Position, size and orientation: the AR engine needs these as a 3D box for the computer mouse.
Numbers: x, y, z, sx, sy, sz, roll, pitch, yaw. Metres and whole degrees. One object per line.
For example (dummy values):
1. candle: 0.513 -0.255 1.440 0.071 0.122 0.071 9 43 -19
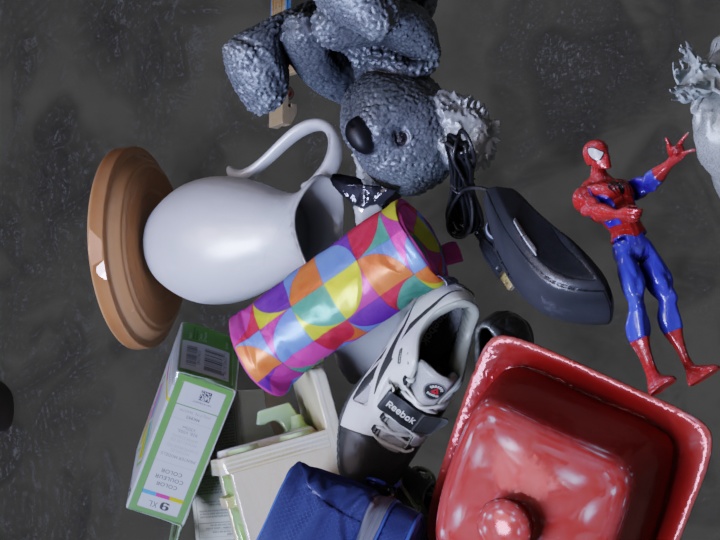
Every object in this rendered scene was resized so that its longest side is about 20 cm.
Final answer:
1. computer mouse: 0.121 -0.007 1.203 0.200 0.046 0.141 49 164 27

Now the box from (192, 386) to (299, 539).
1. box: -0.107 0.217 1.455 0.095 0.077 0.201 -11 82 45

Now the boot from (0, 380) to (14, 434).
1. boot: -0.499 0.213 1.865 0.201 0.064 0.187 -63 37 21

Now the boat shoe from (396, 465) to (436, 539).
1. boat shoe: 0.044 0.207 1.319 0.063 0.071 0.201 -32 55 6

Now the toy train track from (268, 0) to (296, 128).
1. toy train track: -0.067 -0.235 1.450 0.114 0.032 0.201 -9 78 52

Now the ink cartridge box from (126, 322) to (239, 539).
1. ink cartridge box: -0.170 0.161 1.388 0.104 0.059 0.201 -97 27 -67

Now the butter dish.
1. butter dish: 0.133 0.176 1.140 0.199 0.148 0.201 24 107 23

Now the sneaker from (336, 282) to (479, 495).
1. sneaker: 0.040 0.101 1.258 0.201 0.074 0.088 -67 14 0

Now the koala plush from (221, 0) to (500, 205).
1. koala plush: 0.022 -0.153 1.291 0.177 0.184 0.201 -28 92 37

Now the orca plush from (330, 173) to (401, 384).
1. orca plush: 0.000 0.000 1.342 0.071 0.105 0.201 -94 -9 -60

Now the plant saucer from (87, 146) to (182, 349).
1. plant saucer: -0.214 -0.023 1.497 0.032 0.200 0.202 -5 86 15

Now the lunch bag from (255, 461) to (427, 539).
1. lunch bag: -0.020 0.253 1.192 0.132 0.136 0.201 23 77 12

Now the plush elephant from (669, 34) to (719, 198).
1. plush elephant: 0.303 -0.112 0.990 0.154 0.200 0.166 -1 82 27

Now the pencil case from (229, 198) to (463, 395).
1. pencil case: -0.015 0.024 1.267 0.199 0.088 0.089 -32 66 17

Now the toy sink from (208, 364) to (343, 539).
1. toy sink: -0.068 0.197 1.341 0.130 0.111 0.201 148 108 -77

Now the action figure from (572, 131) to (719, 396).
1. action figure: 0.219 -0.020 1.126 0.099 0.065 0.201 -51 55 56

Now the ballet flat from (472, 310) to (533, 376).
1. ballet flat: 0.104 0.132 1.254 0.066 0.057 0.201 10 99 44

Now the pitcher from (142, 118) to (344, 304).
1. pitcher: -0.103 -0.055 1.438 0.199 0.121 0.173 -5 68 35
